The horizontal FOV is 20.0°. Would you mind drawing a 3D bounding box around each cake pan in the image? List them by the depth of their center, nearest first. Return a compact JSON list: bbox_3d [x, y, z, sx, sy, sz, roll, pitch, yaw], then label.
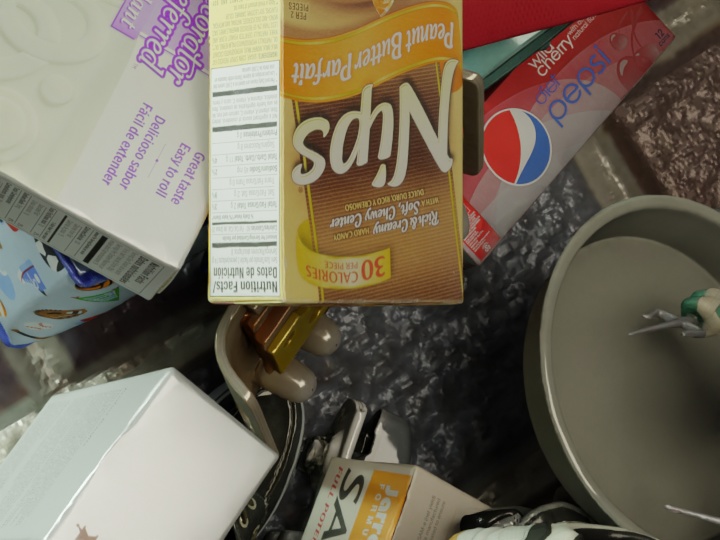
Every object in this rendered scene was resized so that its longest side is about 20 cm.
[{"bbox_3d":[0.167,0.060,1.090,0.200,0.037,0.201,10,70,-30],"label":"cake pan"}]

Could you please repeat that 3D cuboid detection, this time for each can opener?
[{"bbox_3d":[-0.022,0.167,1.121,0.067,0.053,0.200,22,76,-14],"label":"can opener"}]

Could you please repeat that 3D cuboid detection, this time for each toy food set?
[{"bbox_3d":[0.000,0.000,1.043,0.060,0.144,0.200,32,78,11],"label":"toy food set"}]

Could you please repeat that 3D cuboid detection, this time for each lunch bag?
[{"bbox_3d":[-0.103,-0.055,1.052,0.200,0.170,0.124,-31,91,-26],"label":"lunch bag"}]

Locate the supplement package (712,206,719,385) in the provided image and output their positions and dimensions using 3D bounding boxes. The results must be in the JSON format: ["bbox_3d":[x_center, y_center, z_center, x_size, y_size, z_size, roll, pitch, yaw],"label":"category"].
[{"bbox_3d":[0.274,0.067,1.236,0.200,0.111,0.156,20,75,-20],"label":"supplement package"}]

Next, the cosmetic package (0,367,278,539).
[{"bbox_3d":[-0.127,0.113,1.002,0.071,0.200,0.101,40,70,-14],"label":"cosmetic package"}]

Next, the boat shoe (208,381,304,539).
[{"bbox_3d":[-0.085,0.140,1.096,0.069,0.057,0.200,37,70,-15],"label":"boat shoe"}]

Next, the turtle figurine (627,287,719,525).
[{"bbox_3d":[0.232,0.076,1.051,0.200,0.101,0.150,6,72,-38],"label":"turtle figurine"}]

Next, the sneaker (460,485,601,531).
[{"bbox_3d":[0.070,0.185,1.040,0.200,0.075,0.116,-48,114,-41],"label":"sneaker"}]

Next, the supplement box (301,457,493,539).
[{"bbox_3d":[0.053,0.197,1.112,0.200,0.073,0.126,33,70,-36],"label":"supplement box"}]

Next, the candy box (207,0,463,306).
[{"bbox_3d":[-0.010,-0.084,0.922,0.115,0.055,0.200,1,88,-44],"label":"candy box"}]

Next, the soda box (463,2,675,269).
[{"bbox_3d":[0.094,-0.087,1.198,0.063,0.070,0.200,46,68,-11],"label":"soda box"}]

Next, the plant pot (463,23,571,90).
[{"bbox_3d":[0.046,-0.165,1.106,0.200,0.200,0.134,-37,89,-24],"label":"plant pot"}]

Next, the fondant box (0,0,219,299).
[{"bbox_3d":[-0.145,-0.099,0.926,0.200,0.058,0.144,30,66,-11],"label":"fondant box"}]

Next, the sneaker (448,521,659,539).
[{"bbox_3d":[0.132,0.167,0.994,0.200,0.088,0.076,17,64,-43],"label":"sneaker"}]

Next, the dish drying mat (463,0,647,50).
[{"bbox_3d":[0.072,-0.154,1.020,0.200,0.018,0.077,-17,110,-19],"label":"dish drying mat"}]
